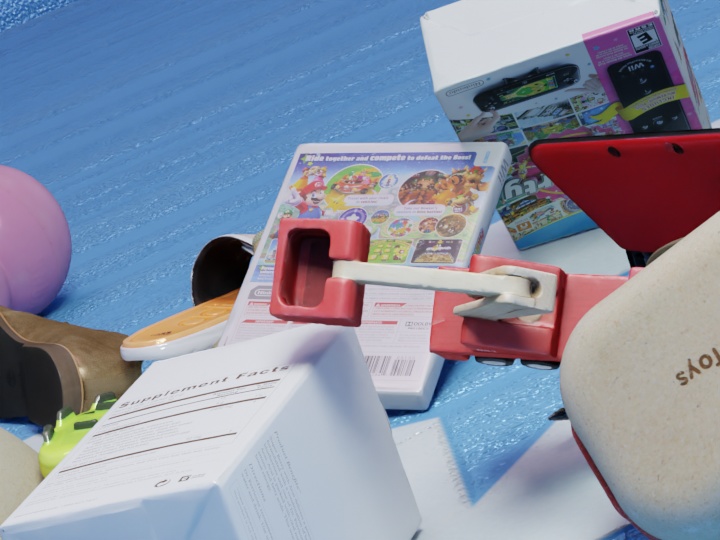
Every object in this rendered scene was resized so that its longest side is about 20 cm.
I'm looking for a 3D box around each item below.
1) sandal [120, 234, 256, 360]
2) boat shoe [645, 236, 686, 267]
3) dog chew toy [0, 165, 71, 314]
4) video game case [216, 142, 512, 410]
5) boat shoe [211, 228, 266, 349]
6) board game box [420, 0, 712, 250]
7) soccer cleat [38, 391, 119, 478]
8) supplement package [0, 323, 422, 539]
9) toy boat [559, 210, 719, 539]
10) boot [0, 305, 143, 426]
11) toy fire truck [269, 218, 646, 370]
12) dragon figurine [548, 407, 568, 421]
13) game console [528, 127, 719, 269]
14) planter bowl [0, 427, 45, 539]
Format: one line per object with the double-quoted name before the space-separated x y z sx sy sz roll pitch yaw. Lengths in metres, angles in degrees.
"sandal" -0.083 0.008 1.859 0.079 0.060 0.206 -2 13 35
"boat shoe" 0.250 0.005 1.496 0.199 0.072 0.068 3 21 34
"dog chew toy" -0.301 0.008 2.078 0.124 0.125 0.200 -7 27 38
"video game case" 0.000 0.000 1.699 0.143 0.018 0.201 0 49 24
"boat shoe" -0.043 0.008 1.782 0.200 0.076 0.072 -38 -8 -48
"board game box" 0.137 -0.106 1.777 0.147 0.200 0.065 -17 58 10
"soccer cleat" -0.113 0.103 1.517 0.064 0.084 0.200 -8 2 17
"supplement package" -0.067 0.123 1.365 0.119 0.122 0.200 -14 16 23
"toy boat" 0.200 0.043 1.311 0.200 0.131 0.131 -37 -25 17
"boot" -0.209 0.061 1.892 0.075 0.074 0.200 -11 16 -30
"toy fire truck" 0.070 0.014 1.376 0.199 0.049 0.141 3 -9 18
"dragon figurine" 0.185 0.019 1.452 0.199 0.100 0.059 -12 17 27
"game console" 0.231 -0.057 1.625 0.172 0.119 0.200 -31 19 -35
"planter bowl" -0.233 0.146 1.472 0.199 0.135 0.200 -18 16 5
